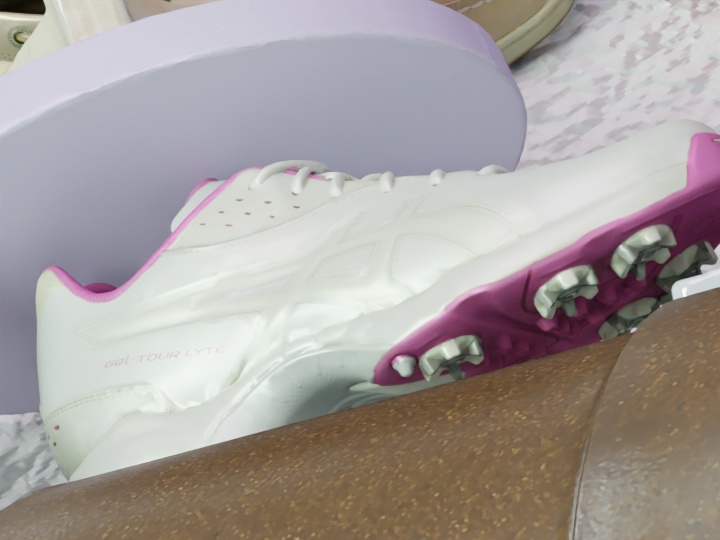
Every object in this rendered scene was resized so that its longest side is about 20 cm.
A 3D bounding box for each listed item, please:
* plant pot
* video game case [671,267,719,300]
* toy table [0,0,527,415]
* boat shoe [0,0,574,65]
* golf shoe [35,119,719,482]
[{"bbox_3d":[0.030,0.103,0.539,0.198,0.201,0.201,-11,34,26],"label":"plant pot"},{"bbox_3d":[0.143,-0.003,0.661,0.143,0.018,0.200,-15,-4,6],"label":"video game case"},{"bbox_3d":[-0.067,-0.049,0.812,0.199,0.184,0.117,-12,49,-15],"label":"toy table"},{"bbox_3d":[-0.031,-0.086,0.919,0.199,0.065,0.072,-11,35,8],"label":"boat shoe"},{"bbox_3d":[0.000,0.000,0.729,0.200,0.075,0.092,-27,68,11],"label":"golf shoe"}]
